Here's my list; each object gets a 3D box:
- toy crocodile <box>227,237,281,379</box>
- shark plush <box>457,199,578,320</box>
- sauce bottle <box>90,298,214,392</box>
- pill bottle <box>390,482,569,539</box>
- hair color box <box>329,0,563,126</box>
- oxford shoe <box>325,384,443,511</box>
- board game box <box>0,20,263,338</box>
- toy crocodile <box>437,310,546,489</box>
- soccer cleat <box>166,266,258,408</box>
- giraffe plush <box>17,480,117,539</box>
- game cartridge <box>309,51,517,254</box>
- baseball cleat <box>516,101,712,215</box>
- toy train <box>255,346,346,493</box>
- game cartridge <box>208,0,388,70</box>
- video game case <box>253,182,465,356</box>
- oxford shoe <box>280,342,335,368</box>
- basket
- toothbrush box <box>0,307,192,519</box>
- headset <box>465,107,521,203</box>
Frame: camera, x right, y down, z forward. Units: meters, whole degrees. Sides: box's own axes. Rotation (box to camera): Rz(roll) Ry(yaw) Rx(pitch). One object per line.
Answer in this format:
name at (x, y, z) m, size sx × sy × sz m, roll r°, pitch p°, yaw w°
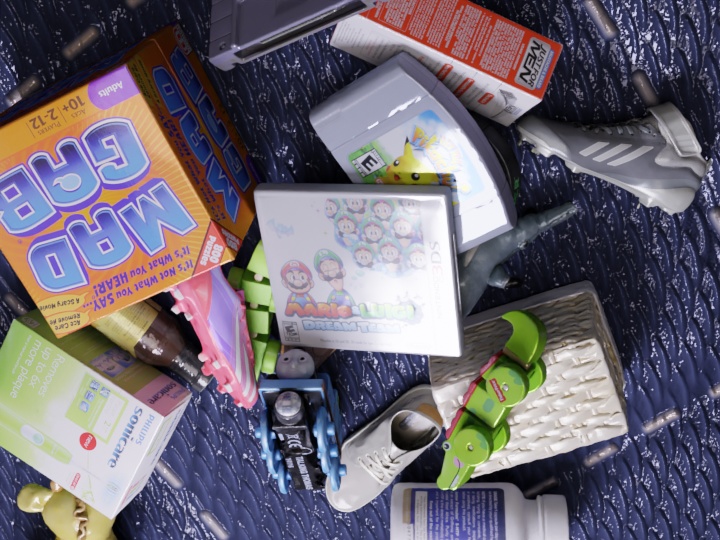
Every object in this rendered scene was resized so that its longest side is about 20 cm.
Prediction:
toy crocodile at (-0.116, 0.051, 1.199) m, size 0.067 × 0.062 × 0.201 m, roll 11°, pitch 118°, yaw 1°
shark plush at (0.140, -0.005, 1.138) m, size 0.199 × 0.084 × 0.091 m, roll -28°, pitch 149°, yaw -4°
sauce bottle at (-0.246, 0.062, 1.206) m, size 0.200 × 0.065 × 0.065 m, roll 39°, pitch 111°, yaw -10°
pill bottle at (0.136, 0.304, 1.248) m, size 0.198 × 0.120 × 0.121 m, roll -1°, pitch 113°, yaw 6°
hair color box at (0.077, -0.214, 1.029) m, size 0.199 × 0.111 × 0.064 m, roll 25°, pitch 82°, yaw -6°
oxford shoe at (0.025, 0.212, 1.253) m, size 0.075 × 0.058 × 0.200 m, roll 37°, pitch 113°, yaw -13°
board game box at (-0.236, -0.095, 1.065) m, size 0.199 × 0.200 × 0.201 m, roll -23°, pitch 109°, yaw 13°
toy crocodile at (0.127, 0.131, 1.068) m, size 0.062 × 0.067 × 0.201 m, roll 35°, pitch 115°, yaw 20°
soccer cleat at (-0.140, 0.062, 1.140) m, size 0.076 × 0.067 × 0.201 m, roll -39°, pitch 128°, yaw -22°
giraffe plush at (-0.332, 0.319, 1.284) m, size 0.199 × 0.172 × 0.164 m, roll -15°, pitch 87°, yaw 51°
game cartridge at (0.057, -0.102, 1.036) m, size 0.133 × 0.041 × 0.200 m, roll -28°, pitch 110°, yaw 30°
baseball cleat at (0.257, -0.133, 1.086) m, size 0.199 × 0.070 × 0.107 m, roll 23°, pitch 107°, yaw -15°
toy train at (-0.063, 0.164, 1.174) m, size 0.086 × 0.115 × 0.201 m, roll -3°, pitch 146°, yaw 5°
game cartridge at (-0.057, -0.273, 0.991) m, size 0.199 × 0.038 × 0.131 m, roll -16°, pitch 68°, yaw 32°
video game case at (0.000, 0.000, 1.085) m, size 0.198 × 0.024 × 0.183 m, roll 3°, pitch 120°, yaw 19°
oxford shoe at (-0.035, 0.040, 1.174) m, size 0.071 × 0.073 × 0.201 m, roll 26°, pitch 113°, yaw -6°
basket at (0.179, 0.118, 1.162) m, size 0.198 × 0.124 × 0.136 m, roll -19°, pitch 110°, yaw 12°
toothbrush box at (-0.313, 0.153, 1.212) m, size 0.199 × 0.086 × 0.146 m, roll 32°, pitch 108°, yaw 5°
headset at (0.061, -0.108, 1.082) m, size 0.199 × 0.094 × 0.124 m, roll 32°, pitch 131°, yaw 17°
